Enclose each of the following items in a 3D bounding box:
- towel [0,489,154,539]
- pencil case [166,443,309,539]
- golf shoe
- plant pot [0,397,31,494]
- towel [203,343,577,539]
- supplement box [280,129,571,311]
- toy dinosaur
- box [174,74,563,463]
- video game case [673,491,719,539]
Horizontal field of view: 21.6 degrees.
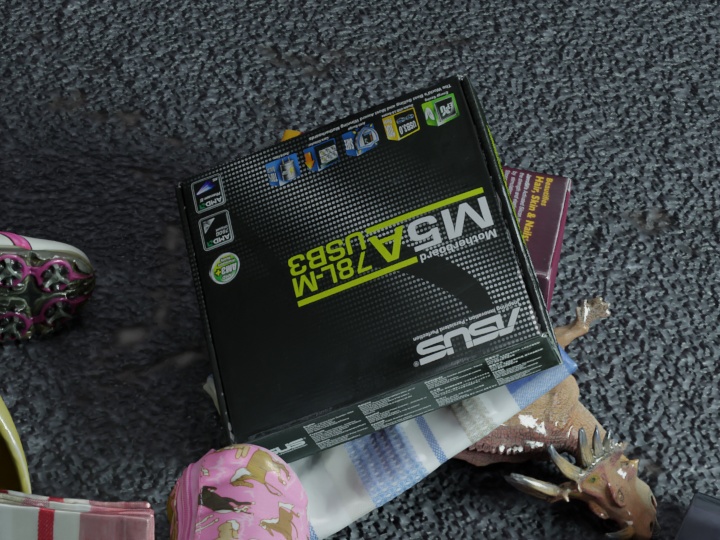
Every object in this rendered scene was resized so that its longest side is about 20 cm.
[{"bbox_3d":[-0.203,0.173,0.945,0.198,0.146,0.023,6,19,0],"label":"towel"},{"bbox_3d":[-0.065,0.172,0.982,0.082,0.087,0.200,-2,25,-1],"label":"pencil case"},{"bbox_3d":[-0.270,-0.003,1.205,0.198,0.073,0.092,-3,38,-10],"label":"golf shoe"},{"bbox_3d":[-0.269,0.099,1.008,0.198,0.202,0.142,1,19,-6],"label":"plant pot"},{"bbox_3d":[0.013,0.063,1.123,0.199,0.024,0.147,-33,50,2],"label":"towel"},{"bbox_3d":[0.031,-0.014,1.245,0.198,0.086,0.111,11,40,7],"label":"supplement box"},{"bbox_3d":[0.084,0.091,1.132,0.198,0.086,0.136,3,45,6],"label":"toy dinosaur"},{"bbox_3d":[0.000,0.000,1.122,0.198,0.048,0.195,-19,55,9],"label":"box"},{"bbox_3d":[0.223,0.215,1.045,0.142,0.019,0.200,19,42,16],"label":"video game case"}]
